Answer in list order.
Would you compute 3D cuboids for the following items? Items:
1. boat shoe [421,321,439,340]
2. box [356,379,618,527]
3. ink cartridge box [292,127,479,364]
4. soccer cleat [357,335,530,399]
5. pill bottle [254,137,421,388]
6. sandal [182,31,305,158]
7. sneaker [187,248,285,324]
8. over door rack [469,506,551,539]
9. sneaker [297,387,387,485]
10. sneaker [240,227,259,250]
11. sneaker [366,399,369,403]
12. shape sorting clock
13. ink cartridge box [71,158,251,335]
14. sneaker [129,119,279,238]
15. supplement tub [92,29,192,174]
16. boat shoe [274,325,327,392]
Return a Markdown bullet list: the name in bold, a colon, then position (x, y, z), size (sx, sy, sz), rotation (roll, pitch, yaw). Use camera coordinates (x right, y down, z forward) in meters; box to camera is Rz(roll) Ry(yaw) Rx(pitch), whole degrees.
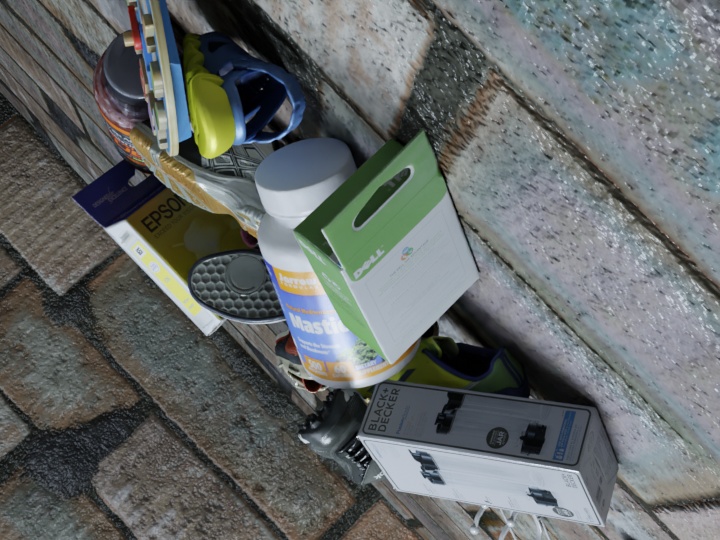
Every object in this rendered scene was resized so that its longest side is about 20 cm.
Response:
- **boat shoe**: position (0.000, 0.000, 1.216), size (0.200, 0.072, 0.072), rotation (38, 165, -6)
- **box**: position (0.110, 0.156, 1.105), size (0.200, 0.060, 0.117), rotation (4, 148, 27)
- **ink cartridge box**: position (0.016, -0.025, 0.947), size (0.059, 0.104, 0.200), rotation (39, 167, 32)
- **soccer cleat**: position (0.062, 0.085, 1.164), size (0.200, 0.065, 0.084), rotation (6, 132, 38)
- **pill bottle**: position (-0.023, -0.007, 1.090), size (0.112, 0.112, 0.200), rotation (34, 149, 50)
- **sandal**: position (-0.097, -0.144, 1.031), size (0.200, 0.087, 0.080), rotation (-116, 18, -60)
- **sneaker**: position (-0.073, 0.027, 1.328), size (0.202, 0.077, 0.146), rotation (4, 171, -1)
- **over door rack**: position (0.213, 0.360, 1.662), size (0.200, 0.067, 0.148), rotation (52, 169, -24)
- **sneaker**: position (-0.003, 0.153, 1.169), size (0.090, 0.066, 0.200), rotation (41, 176, 7)
- **sneaker**: position (-0.084, -0.046, 1.310), size (0.070, 0.082, 0.200), rotation (40, 168, 30)
- **sneaker**: position (0.003, 0.096, 1.544), size (0.090, 0.075, 0.200), rotation (48, 166, 43)
- **shape sorting clock**: position (-0.174, -0.192, 1.049), size (0.200, 0.039, 0.200), rotation (167, 90, -83)
- **ink cartridge box**: position (-0.174, -0.058, 1.377), size (0.200, 0.198, 0.047), rotation (48, 131, -6)
- **sneaker**: position (-0.117, -0.096, 1.192), size (0.200, 0.088, 0.076), rotation (30, 165, 10)
- **supplement tub**: position (-0.208, -0.171, 1.278), size (0.107, 0.107, 0.200), rotation (46, 169, 8)
- **boat shoe**: position (-0.048, 0.090, 1.280), size (0.200, 0.071, 0.063), rotation (118, 151, -76)
